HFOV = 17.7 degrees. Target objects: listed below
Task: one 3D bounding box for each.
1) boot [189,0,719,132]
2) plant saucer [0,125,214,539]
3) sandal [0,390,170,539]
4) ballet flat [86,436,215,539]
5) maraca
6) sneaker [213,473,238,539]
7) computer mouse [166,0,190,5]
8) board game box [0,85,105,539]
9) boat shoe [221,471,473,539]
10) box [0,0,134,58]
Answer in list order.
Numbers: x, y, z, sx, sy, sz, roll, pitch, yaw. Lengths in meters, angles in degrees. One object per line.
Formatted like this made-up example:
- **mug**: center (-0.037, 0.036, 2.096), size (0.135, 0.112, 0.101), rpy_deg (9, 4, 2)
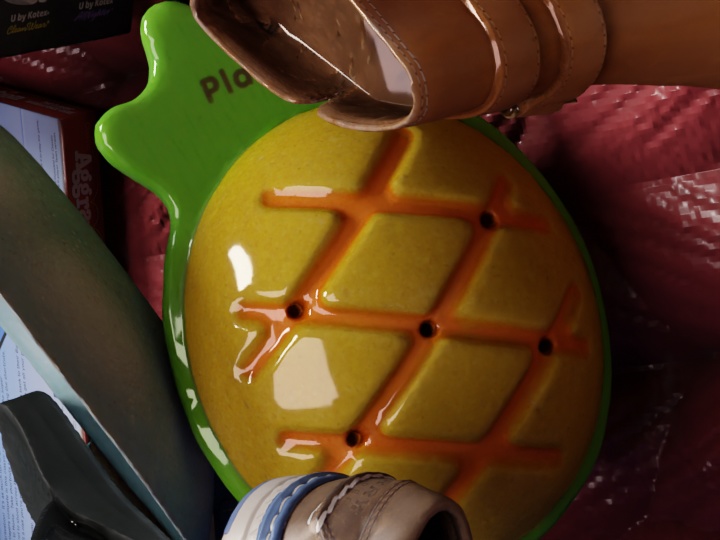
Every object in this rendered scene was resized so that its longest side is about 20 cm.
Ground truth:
- **boot**: center (0.068, -0.065, 0.595), size (0.199, 0.154, 0.074), rpy_deg (15, 115, 42)
- **plant saucer**: center (-0.100, 0.008, 0.756), size (0.201, 0.039, 0.201), rpy_deg (51, 171, 11)
- **sandal**: center (-0.091, 0.110, 0.776), size (0.200, 0.048, 0.076), rpy_deg (39, 145, 56)
- **ballet flat**: center (-0.034, 0.139, 0.855), size (0.072, 0.068, 0.201), rpy_deg (-24, 87, 28)
- **maraca**: center (0.000, 0.000, 0.712), size (0.201, 0.137, 0.107), rpy_deg (64, 164, -2)
- **sneaker**: center (-0.016, 0.111, 0.783), size (0.074, 0.082, 0.201), rpy_deg (-10, 92, 15)
- **computer mouse**: center (-0.031, -0.122, 0.776), size (0.059, 0.034, 0.200), rpy_deg (59, 146, 32)
- **board game box**: center (-0.136, 0.027, 0.938), size (0.103, 0.019, 0.201), rpy_deg (17, 115, 46)
- **boat shoe**: center (0.008, 0.153, 0.600), size (0.072, 0.072, 0.201), rpy_deg (-10, 89, 46)
- **box**: center (-0.185, -0.164, 0.841), size (0.200, 0.132, 0.115), rpy_deg (33, 125, 35)
